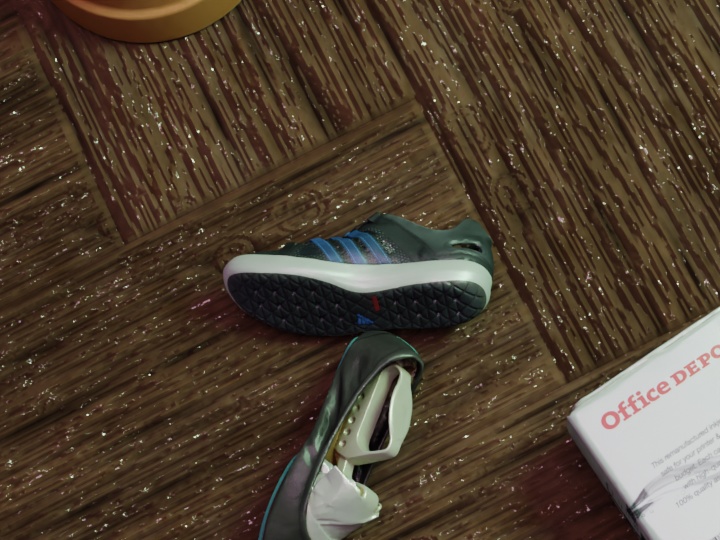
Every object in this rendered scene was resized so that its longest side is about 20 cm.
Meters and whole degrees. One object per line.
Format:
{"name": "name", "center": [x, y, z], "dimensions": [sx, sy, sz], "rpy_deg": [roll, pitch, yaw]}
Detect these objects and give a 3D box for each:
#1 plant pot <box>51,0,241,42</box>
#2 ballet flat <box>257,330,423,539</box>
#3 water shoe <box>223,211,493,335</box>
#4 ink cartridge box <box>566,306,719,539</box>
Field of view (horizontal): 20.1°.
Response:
{"name": "plant pot", "center": [-0.172, -0.293, 1.555], "dimensions": [0.198, 0.140, 0.202], "rpy_deg": [-1, 74, 5]}
{"name": "ballet flat", "center": [-0.011, 0.135, 1.446], "dimensions": [0.068, 0.068, 0.201], "rpy_deg": [11, 73, 43]}
{"name": "water shoe", "center": [0.000, 0.000, 1.502], "dimensions": [0.198, 0.072, 0.079], "rpy_deg": [3, 47, 8]}
{"name": "ink cartridge box", "center": [0.255, 0.147, 1.412], "dimensions": [0.146, 0.083, 0.201], "rpy_deg": [-32, 74, -3]}
